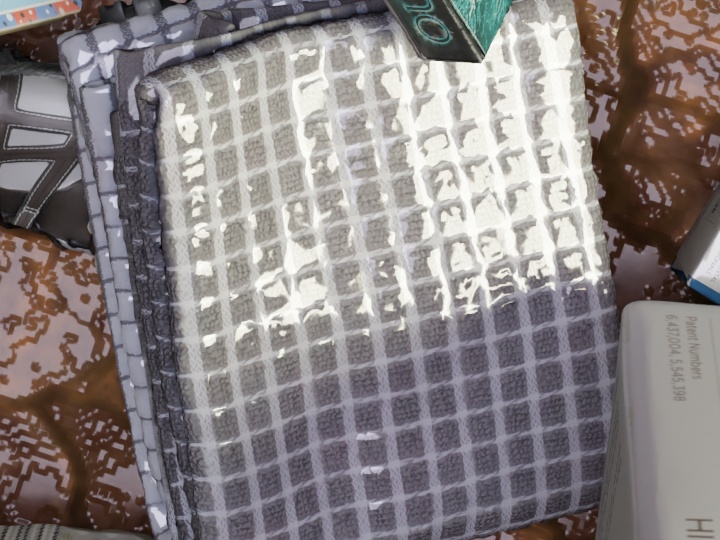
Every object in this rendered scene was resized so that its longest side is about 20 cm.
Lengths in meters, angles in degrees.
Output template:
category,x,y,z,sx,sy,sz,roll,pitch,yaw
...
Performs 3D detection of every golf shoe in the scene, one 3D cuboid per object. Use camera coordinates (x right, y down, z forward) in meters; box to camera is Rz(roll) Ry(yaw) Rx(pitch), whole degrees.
category,x,y,z,sx,sy,sz,roll,pitch,yaw
golf shoe,-0.113,-0.036,1.037,0.200,0.078,0.095,-15,93,4

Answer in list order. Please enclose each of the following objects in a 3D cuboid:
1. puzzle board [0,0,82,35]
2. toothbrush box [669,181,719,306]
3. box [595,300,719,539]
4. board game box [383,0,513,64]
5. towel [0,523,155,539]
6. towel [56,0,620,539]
category,x,y,z,sx,sy,sz,roll,pitch,yaw
puzzle board,-0.174,-0.131,0.897,0.017,0.200,0.151,-29,87,32
toothbrush box,0.230,-0.009,1.022,0.200,0.085,0.146,31,95,-1
box,0.156,0.143,0.915,0.171,0.200,0.199,5,121,1
board game box,0.014,-0.177,0.899,0.028,0.200,0.135,7,57,36
towel,-0.170,0.108,0.982,0.192,0.200,0.035,3,100,8
towel,0.000,0.000,0.996,0.165,0.086,0.200,-13,107,-15
